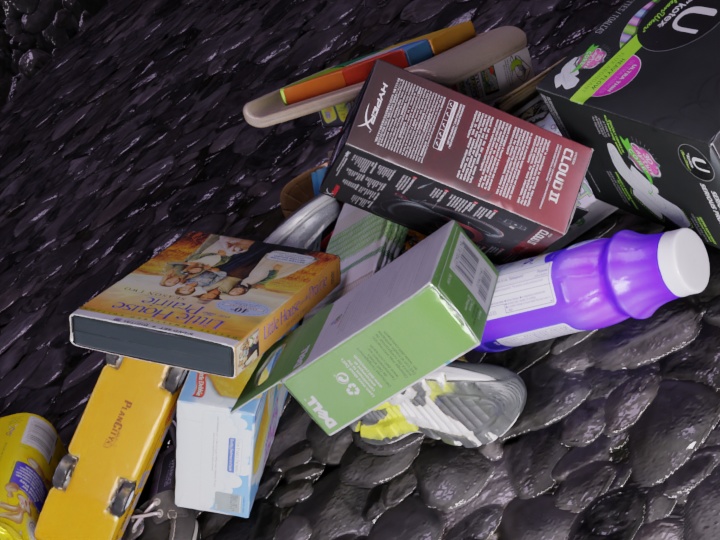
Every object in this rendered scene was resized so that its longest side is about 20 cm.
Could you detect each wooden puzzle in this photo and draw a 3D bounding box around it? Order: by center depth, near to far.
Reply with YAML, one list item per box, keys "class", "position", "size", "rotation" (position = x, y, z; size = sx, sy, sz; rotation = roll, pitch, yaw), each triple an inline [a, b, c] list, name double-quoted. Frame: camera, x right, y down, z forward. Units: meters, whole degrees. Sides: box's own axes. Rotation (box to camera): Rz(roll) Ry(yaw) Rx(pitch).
- class: "wooden puzzle"
  position: [0.021, -0.174, 1.339]
  size: [0.198, 0.038, 0.185]
  rotation: [-8, 14, 32]

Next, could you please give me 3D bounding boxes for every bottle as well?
- class: "bottle"
  position: [0.162, 0.013, 1.159]
  size: [0.199, 0.066, 0.083]
  rotation: [-16, -3, 43]

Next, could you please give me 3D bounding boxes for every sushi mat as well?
- class: "sushi mat"
  position: [0.186, -0.180, 1.375]
  size: [0.199, 0.012, 0.096]
  rotation: [-34, -4, -13]

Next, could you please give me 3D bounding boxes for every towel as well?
- class: "towel"
  position: [0.000, 0.000, 1.333]
  size: [0.149, 0.030, 0.202]
  rotation: [-29, 40, 63]

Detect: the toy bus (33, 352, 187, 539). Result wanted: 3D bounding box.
- class: "toy bus"
  position: [-0.198, 0.138, 1.284]
  size: [0.078, 0.065, 0.202]
  rotation: [51, -118, -85]

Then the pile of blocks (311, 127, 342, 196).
- class: "pile of blocks"
  position: [-0.006, -0.111, 1.491]
  size: [0.081, 0.063, 0.200]
  rotation: [-8, -4, -29]

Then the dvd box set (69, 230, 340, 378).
- class: "dvd box set"
  position: [-0.120, 0.022, 1.254]
  size: [0.145, 0.030, 0.200]
  rotation: [10, 24, 21]

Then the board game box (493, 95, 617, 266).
- class: "board game box"
  position: [0.165, -0.087, 1.328]
  size: [0.199, 0.035, 0.127]
  rotation: [-36, 53, 7]

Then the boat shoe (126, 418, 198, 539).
- class: "boat shoe"
  position: [-0.177, 0.195, 1.350]
  size: [0.067, 0.057, 0.201]
  rotation: [-31, 24, 15]

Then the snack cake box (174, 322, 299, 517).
- class: "snack cake box"
  position: [-0.102, 0.098, 1.332]
  size: [0.066, 0.116, 0.201]
  rotation: [9, 36, 5]

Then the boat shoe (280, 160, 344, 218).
- class: "boat shoe"
  position: [0.012, -0.102, 1.604]
  size: [0.198, 0.074, 0.069]
  rotation: [-19, 4, 27]

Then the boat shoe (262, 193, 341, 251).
- class: "boat shoe"
  position: [-0.082, 0.009, 1.488]
  size: [0.202, 0.065, 0.074]
  rotation: [-49, 3, 9]

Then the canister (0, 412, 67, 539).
- class: "canister"
  position: [-0.299, 0.233, 1.347]
  size: [0.086, 0.150, 0.200]
  rotation: [-15, 25, 8]

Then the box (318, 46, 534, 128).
- class: "box"
  position: [0.056, -0.167, 1.437]
  size: [0.109, 0.035, 0.199]
  rotation: [-23, 14, -31]

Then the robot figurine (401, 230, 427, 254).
- class: "robot figurine"
  position: [0.110, -0.084, 1.439]
  size: [0.200, 0.058, 0.145]
  rotation: [-41, 20, -6]

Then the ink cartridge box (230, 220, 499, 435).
- class: "ink cartridge box"
  position: [0.004, 0.055, 1.158]
  size: [0.199, 0.059, 0.104]
  rotation: [-34, 15, 27]

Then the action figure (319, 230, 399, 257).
- class: "action figure"
  position: [0.000, -0.010, 1.464]
  size: [0.065, 0.052, 0.200]
  rotation: [-47, 21, 1]

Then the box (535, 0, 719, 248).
- class: "box"
  position: [0.260, -0.119, 1.160]
  size: [0.148, 0.125, 0.200]
  rotation: [-43, 35, -12]

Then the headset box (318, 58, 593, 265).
- class: "headset box"
  position: [0.079, -0.073, 1.212]
  size: [0.149, 0.198, 0.076]
  rotation: [128, 163, -76]

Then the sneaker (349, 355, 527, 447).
- class: "sneaker"
  position: [0.057, 0.080, 1.194]
  size: [0.199, 0.075, 0.085]
  rotation: [-7, 38, 51]
